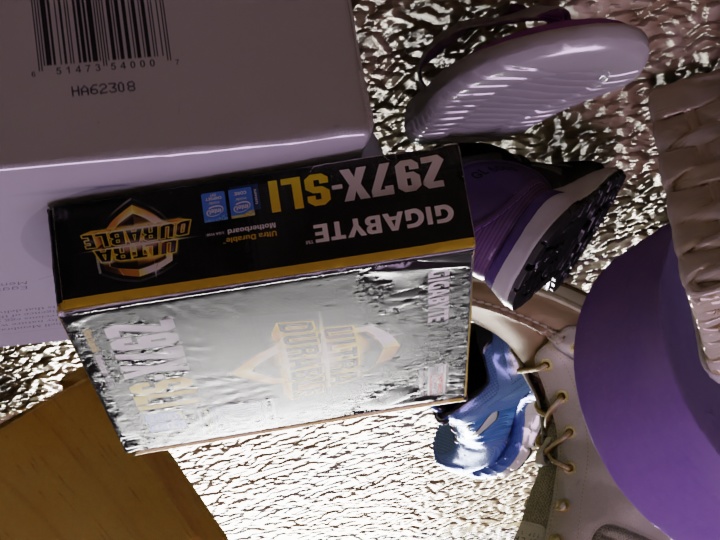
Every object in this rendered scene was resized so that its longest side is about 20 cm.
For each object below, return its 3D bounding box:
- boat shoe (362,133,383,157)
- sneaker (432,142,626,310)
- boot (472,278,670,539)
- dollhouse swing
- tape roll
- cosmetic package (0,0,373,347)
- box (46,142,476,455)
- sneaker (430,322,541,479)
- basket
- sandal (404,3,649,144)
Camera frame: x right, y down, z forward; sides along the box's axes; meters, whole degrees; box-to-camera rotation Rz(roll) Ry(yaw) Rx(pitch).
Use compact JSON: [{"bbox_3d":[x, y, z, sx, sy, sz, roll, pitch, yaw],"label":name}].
[{"bbox_3d":[-0.089,-0.040,1.045,0.199,0.071,0.070,-16,-165,-14],"label":"boat shoe"},{"bbox_3d":[0.075,-0.039,1.105,0.076,0.087,0.200,-59,169,11],"label":"sneaker"},{"bbox_3d":[0.114,0.093,1.270,0.199,0.155,0.072,25,171,-13],"label":"boot"},{"bbox_3d":[-0.217,0.173,1.302,0.200,0.182,0.176,-32,169,-23],"label":"dollhouse swing"},{"bbox_3d":[0.225,0.059,1.225,0.199,0.201,0.085,4,155,-30],"label":"tape roll"},{"bbox_3d":[-0.112,-0.059,0.892,0.199,0.123,0.200,-6,158,-10],"label":"cosmetic package"},{"bbox_3d":[-0.034,0.017,0.891,0.159,0.050,0.200,-7,160,-2],"label":"box"},{"bbox_3d":[0.076,0.073,1.396,0.089,0.079,0.200,5,148,-14],"label":"sneaker"},{"bbox_3d":[0.249,-0.040,1.076,0.199,0.136,0.123,-14,155,13],"label":"basket"},{"bbox_3d":[0.062,-0.095,0.975,0.082,0.050,0.203,-4,174,-20],"label":"sandal"}]
